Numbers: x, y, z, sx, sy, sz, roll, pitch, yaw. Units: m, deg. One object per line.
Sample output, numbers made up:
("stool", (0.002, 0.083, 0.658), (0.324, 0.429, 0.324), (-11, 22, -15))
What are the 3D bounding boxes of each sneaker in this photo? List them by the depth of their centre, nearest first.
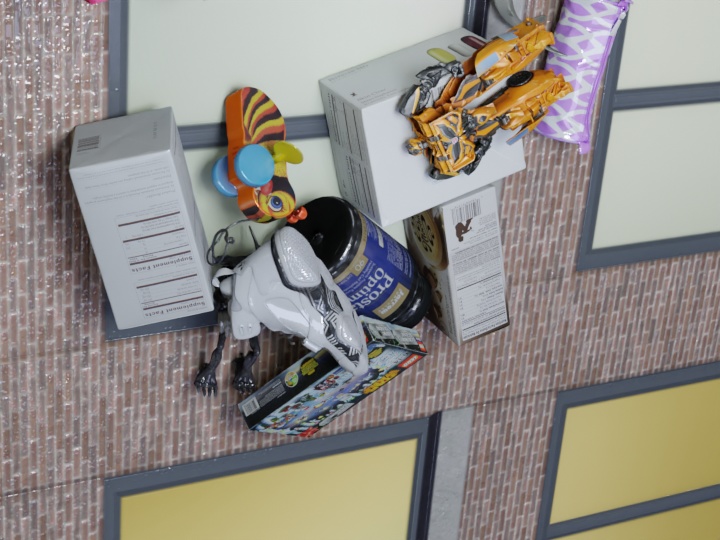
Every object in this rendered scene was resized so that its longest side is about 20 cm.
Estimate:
("sneaker", (-0.076, 0.051, 1.644), (0.115, 0.075, 0.200), (-25, 118, 14))

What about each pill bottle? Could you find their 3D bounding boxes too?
("pill bottle", (0.000, 0.000, 1.760), (0.112, 0.112, 0.200), (-52, 138, 2))

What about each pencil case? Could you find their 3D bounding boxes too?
("pencil case", (0.272, -0.253, 1.817), (0.084, 0.085, 0.201), (-18, 127, -53))

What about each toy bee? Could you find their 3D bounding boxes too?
("toy bee", (-0.112, -0.096, 1.647), (0.108, 0.131, 0.201), (16, 91, -34))

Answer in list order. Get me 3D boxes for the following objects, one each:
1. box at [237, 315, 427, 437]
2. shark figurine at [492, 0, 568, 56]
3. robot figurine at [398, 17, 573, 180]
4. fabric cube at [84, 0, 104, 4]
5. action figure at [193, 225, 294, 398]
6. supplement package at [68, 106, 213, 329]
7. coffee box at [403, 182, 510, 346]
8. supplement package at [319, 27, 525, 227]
("box", (-0.032, 0.132, 1.784), (0.200, 0.040, 0.137), (-37, 155, 21))
("shark figurine", (0.183, -0.347, 1.721), (0.128, 0.089, 0.215), (-16, 118, -21))
("robot figurine", (0.137, -0.187, 1.649), (0.200, 0.058, 0.145), (-37, 125, -11))
("fabric cube", (-0.221, -0.394, 1.396), (0.196, 0.200, 0.200), (-24, 121, -17))
("action figure", (-0.128, 0.054, 1.730), (0.119, 0.102, 0.201), (5, 114, -30))
("supplement package", (-0.232, -0.055, 1.591), (0.109, 0.114, 0.201), (-11, 120, 0))
("coffee box", (0.116, -0.024, 1.824), (0.080, 0.113, 0.201), (-22, 123, -19))
("supplement package", (0.074, -0.170, 1.728), (0.199, 0.111, 0.156), (-23, 123, -20))
